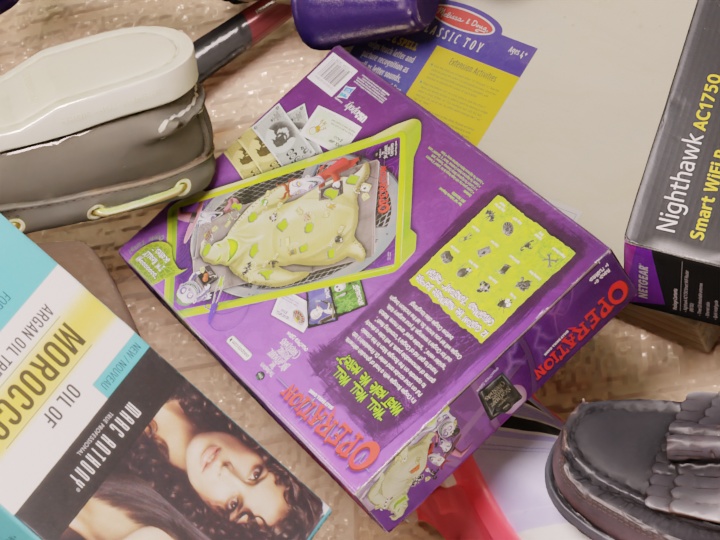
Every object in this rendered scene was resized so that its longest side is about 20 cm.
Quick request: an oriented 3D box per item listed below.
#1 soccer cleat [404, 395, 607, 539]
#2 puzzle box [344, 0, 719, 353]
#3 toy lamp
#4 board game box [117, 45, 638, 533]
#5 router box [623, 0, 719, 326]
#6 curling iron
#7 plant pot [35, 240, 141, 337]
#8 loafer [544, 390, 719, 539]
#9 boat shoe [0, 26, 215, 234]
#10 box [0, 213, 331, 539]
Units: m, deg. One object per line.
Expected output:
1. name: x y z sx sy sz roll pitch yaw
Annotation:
1. soccer cleat: 0.067 0.080 0.922 0.076 0.067 0.200 -23 50 -21
2. puzzle box: 0.079 -0.062 1.011 0.199 0.025 0.134 24 74 31
3. toy lamp: -0.066 -0.120 1.046 0.198 0.058 0.059 8 65 20
4. board game box: 0.000 0.000 0.943 0.120 0.032 0.200 -40 38 -7
5. router box: 0.188 -0.065 0.924 0.148 0.051 0.201 13 63 12
6. curling iron: -0.090 -0.075 1.089 0.200 0.026 0.050 -41 34 3
7. plant pot: -0.161 0.069 0.954 0.174 0.201 0.201 -22 55 -12
8. loafer: 0.159 0.073 0.851 0.199 0.063 0.072 17 50 11
9. boat shoe: -0.153 -0.035 0.985 0.200 0.061 0.072 -15 30 -1
10. box: -0.111 0.048 0.860 0.200 0.049 0.082 42 57 -6
